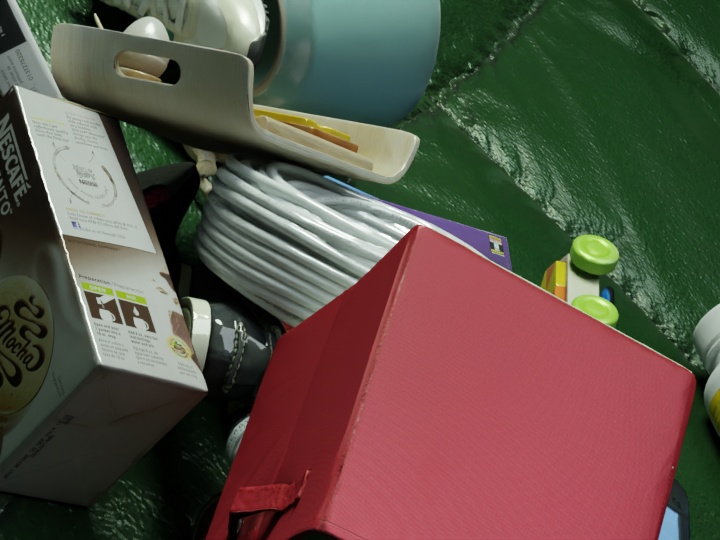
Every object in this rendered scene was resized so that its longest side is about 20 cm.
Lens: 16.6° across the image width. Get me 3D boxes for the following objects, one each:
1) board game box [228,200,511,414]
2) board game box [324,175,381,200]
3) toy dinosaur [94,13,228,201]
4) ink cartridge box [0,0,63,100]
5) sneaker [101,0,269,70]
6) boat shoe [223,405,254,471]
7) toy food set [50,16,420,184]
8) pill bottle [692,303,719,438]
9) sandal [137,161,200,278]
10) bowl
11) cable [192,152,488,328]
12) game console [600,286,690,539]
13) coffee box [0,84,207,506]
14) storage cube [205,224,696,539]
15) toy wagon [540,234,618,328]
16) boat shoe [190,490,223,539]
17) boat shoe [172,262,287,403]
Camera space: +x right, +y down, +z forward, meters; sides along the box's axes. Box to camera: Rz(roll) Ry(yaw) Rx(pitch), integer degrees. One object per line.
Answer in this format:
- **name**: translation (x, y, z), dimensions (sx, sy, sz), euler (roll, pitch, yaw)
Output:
- **board game box**: translation (0.010, 0.033, 1.560), dimensions (0.199, 0.057, 0.166), euler (15, 48, -28)
- **board game box**: translation (0.021, 0.028, 1.662), dimensions (0.200, 0.039, 0.158), euler (23, 43, -21)
- **toy dinosaur**: translation (-0.104, -0.091, 1.653), dimensions (0.200, 0.058, 0.101), euler (26, 19, -34)
- **ink cartridge box**: translation (-0.225, -0.147, 1.475), dimensions (0.095, 0.037, 0.200), euler (66, -8, -21)
- **sneaker**: translation (-0.142, -0.187, 1.666), dimensions (0.093, 0.071, 0.200), euler (0, 33, -36)
- **boat shoe**: translation (0.009, 0.131, 1.378), dimensions (0.200, 0.072, 0.071), euler (38, 7, -19)
- **toy food set**: translation (-0.071, -0.103, 1.457), dimensions (0.143, 0.061, 0.200), euler (12, -2, 32)
- **pill bottle**: translation (0.330, 0.117, 1.889), dimensions (0.111, 0.111, 0.200), euler (15, 41, -44)
- **sandal**: translation (-0.142, -0.032, 1.484), dimensions (0.200, 0.075, 0.045), euler (-78, 156, -64)
- **bowl**: translation (-0.046, -0.187, 1.718), dimensions (0.105, 0.201, 0.201), euler (-14, 63, -37)
- **cable**: translation (0.000, 0.000, 1.416), dimensions (0.199, 0.069, 0.200), euler (23, 9, -15)
- **game console**: translation (0.193, 0.142, 1.668), dimensions (0.171, 0.118, 0.200), euler (36, 31, -18)
- **coffee box**: translation (-0.170, 0.013, 1.355), dimensions (0.080, 0.113, 0.200), euler (16, 41, -42)
- **storage cube**: translation (0.038, 0.114, 1.241), dimensions (0.200, 0.171, 0.180), euler (29, 57, -14)
- **toy wagon**: translation (0.133, 0.077, 1.639), dimensions (0.039, 0.156, 0.200), euler (13, 35, -3)
- **boat shoe**: translation (-0.080, 0.187, 1.298), dimensions (0.072, 0.076, 0.200), euler (30, 31, -23)
- **boat shoe**: translation (-0.079, 0.039, 1.424), dimensions (0.067, 0.072, 0.200), euler (7, 7, -10)
